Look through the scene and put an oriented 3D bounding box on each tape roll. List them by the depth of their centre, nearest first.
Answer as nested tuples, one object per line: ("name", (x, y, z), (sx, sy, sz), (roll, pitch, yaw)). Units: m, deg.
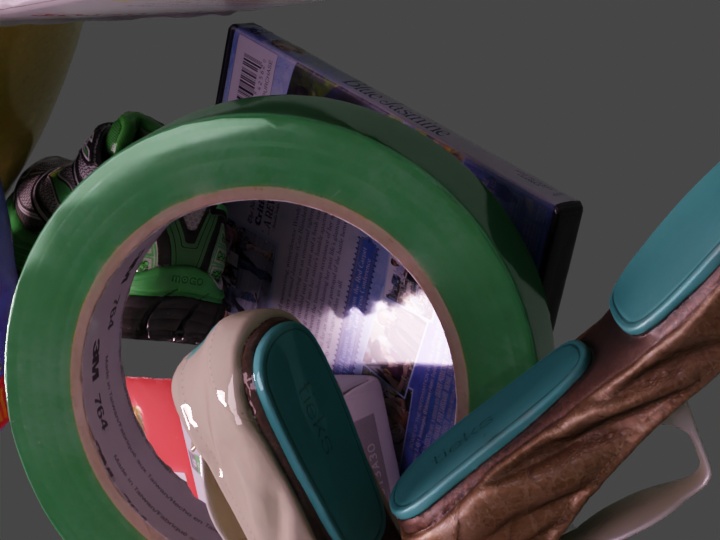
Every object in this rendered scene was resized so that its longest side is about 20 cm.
("tape roll", (-0.029, 0.038, 0.758), (0.199, 0.048, 0.202), (3, 104, 12))

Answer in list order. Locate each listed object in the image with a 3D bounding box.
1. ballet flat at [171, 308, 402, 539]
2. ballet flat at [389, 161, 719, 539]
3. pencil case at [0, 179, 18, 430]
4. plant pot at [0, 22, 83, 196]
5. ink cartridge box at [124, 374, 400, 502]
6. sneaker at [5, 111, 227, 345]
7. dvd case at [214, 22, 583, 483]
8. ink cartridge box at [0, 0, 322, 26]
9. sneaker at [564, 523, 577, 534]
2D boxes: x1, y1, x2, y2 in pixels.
("ballet flat", (-0.010, 0.109, 0.718), (0.069, 0.069, 0.201), (-18, 97, 48))
("ballet flat", (0.099, 0.038, 0.683), (0.200, 0.072, 0.068), (-46, 14, 9))
("pencil case", (-0.189, -0.011, 0.858), (0.078, 0.086, 0.201), (41, 145, 39))
("plant pot", (-0.215, -0.099, 0.939), (0.199, 0.199, 0.143), (25, 122, 43))
("ink cartridge box", (-0.055, 0.126, 0.883), (0.199, 0.050, 0.162), (-3, 103, 46))
("sneaker", (-0.099, -0.026, 0.891), (0.200, 0.078, 0.086), (22, 101, 62))
("dvd case", (0.000, 0.000, 0.838), (0.200, 0.017, 0.144), (32, 120, 40))
("ink cartridge box", (-0.037, -0.142, 0.758), (0.199, 0.144, 0.084), (-1, 95, 48))
("sneaker", (0.044, 0.190, 0.769), (0.075, 0.088, 0.201), (27, 116, 44))
